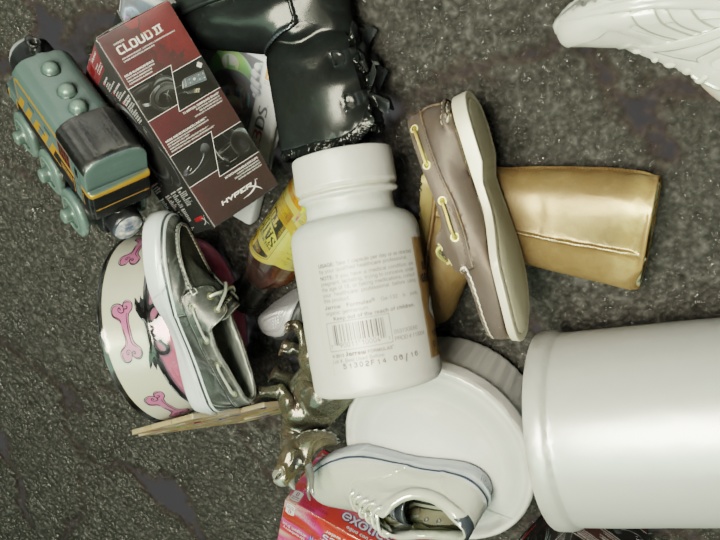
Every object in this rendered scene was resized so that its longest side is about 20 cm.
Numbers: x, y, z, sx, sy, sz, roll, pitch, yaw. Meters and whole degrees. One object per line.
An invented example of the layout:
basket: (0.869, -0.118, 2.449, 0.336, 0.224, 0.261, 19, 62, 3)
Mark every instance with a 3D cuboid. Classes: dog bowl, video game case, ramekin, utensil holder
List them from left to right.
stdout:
dog bowl: (-0.189, 0.054, 0.851, 0.073, 0.201, 0.203, -12, 110, 17)
video game case: (-0.171, -0.168, 0.821, 0.198, 0.023, 0.184, 29, 126, 12)
ramekin: (0.090, 0.161, 0.809, 0.199, 0.094, 0.205, 13, 120, 22)
utensil holder: (0.252, 0.124, 0.656, 0.197, 0.170, 0.172, -10, 111, 30)

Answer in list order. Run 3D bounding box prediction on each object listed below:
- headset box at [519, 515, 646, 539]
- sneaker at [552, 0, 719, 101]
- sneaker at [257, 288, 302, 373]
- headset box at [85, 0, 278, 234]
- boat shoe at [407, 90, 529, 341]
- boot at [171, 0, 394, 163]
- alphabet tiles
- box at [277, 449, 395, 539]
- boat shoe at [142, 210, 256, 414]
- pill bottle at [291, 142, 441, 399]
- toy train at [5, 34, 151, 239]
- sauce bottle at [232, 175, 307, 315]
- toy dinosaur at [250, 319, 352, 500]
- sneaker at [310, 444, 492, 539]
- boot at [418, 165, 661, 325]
headset box: (0.191, 0.309, 0.758, 0.077, 0.200, 0.150, 33, 128, 8)
sneaker: (0.236, -0.164, 0.568, 0.197, 0.078, 0.101, 2, 120, 29)
sneaker: (-0.012, 0.067, 0.831, 0.198, 0.075, 0.115, -15, 108, 40)
headset box: (-0.175, -0.138, 0.738, 0.202, 0.077, 0.148, 60, 159, -10)
boat shoe: (0.088, -0.038, 0.652, 0.059, 0.072, 0.203, -14, 93, 25)
boot: (-0.072, -0.178, 0.712, 0.195, 0.073, 0.165, -11, 99, 22)
alphabet tiles: (-0.142, 0.160, 0.885, 0.165, 0.199, 0.008, -19, 76, 35)
box: (0.009, 0.313, 0.934, 0.198, 0.095, 0.101, 24, 124, 16)
boat shoe: (-0.144, 0.037, 0.759, 0.070, 0.072, 0.203, -10, 107, 18)
pill bottle: (0.000, 0.000, 0.691, 0.113, 0.114, 0.204, -10, 89, 32)
toy train: (-0.256, -0.122, 0.726, 0.201, 0.084, 0.115, 52, 150, 22)
sauce bottle: (-0.077, -0.027, 0.818, 0.066, 0.066, 0.200, 41, 126, 3)
toy dinosaur: (-0.042, 0.109, 0.787, 0.101, 0.077, 0.202, 28, 99, 8)
sneaker: (0.025, 0.216, 0.771, 0.197, 0.071, 0.074, -7, 113, 32)
boot: (0.147, -0.012, 0.705, 0.197, 0.066, 0.178, 12, 121, 22)
